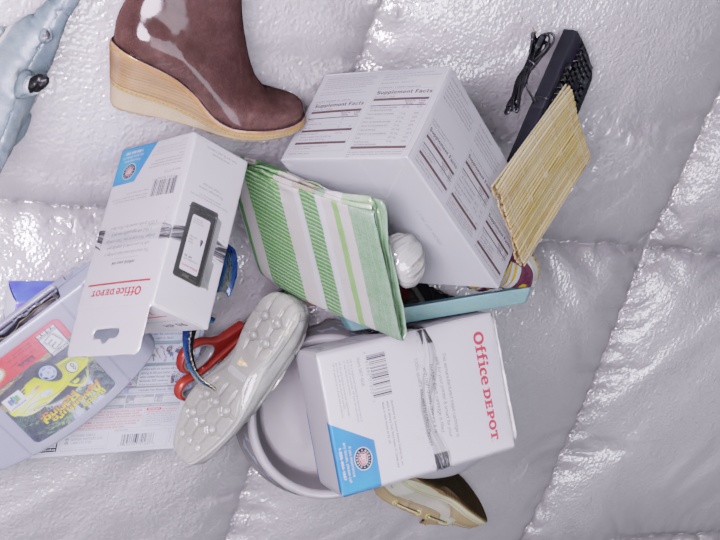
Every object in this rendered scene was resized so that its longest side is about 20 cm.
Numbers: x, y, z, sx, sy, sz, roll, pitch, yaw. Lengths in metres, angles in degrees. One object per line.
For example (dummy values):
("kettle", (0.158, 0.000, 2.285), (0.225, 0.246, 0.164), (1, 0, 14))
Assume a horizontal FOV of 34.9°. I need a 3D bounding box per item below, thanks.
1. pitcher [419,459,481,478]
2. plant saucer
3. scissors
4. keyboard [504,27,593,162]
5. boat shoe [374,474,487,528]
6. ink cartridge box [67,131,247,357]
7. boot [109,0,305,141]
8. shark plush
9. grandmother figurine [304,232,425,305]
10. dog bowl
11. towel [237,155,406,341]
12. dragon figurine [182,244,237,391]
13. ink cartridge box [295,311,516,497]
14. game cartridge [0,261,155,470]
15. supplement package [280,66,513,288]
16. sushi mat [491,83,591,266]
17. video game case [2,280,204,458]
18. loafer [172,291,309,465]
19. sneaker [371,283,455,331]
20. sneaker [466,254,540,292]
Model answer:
("pitcher", (0.054, 0.160, 1.338), (0.197, 0.121, 0.174), (0, 113, -17))
("plant saucer", (0.078, 0.040, 1.202), (0.197, 0.070, 0.019), (-10, 90, -7))
("scissors", (-0.120, 0.062, 1.201), (0.199, 0.014, 0.074), (-38, 142, -33))
("keyboard", (0.193, -0.169, 1.202), (0.127, 0.020, 0.202), (45, 61, -43))
("boat shoe", (0.090, 0.291, 1.475), (0.066, 0.074, 0.199), (-40, 131, 15))
("ink cartridge box", (-0.180, -0.011, 1.016), (0.068, 0.115, 0.203), (28, 66, -41))
("boot", (-0.119, -0.207, 1.016), (0.198, 0.072, 0.168), (6, 119, -29))
("shark plush", (-0.271, -0.158, 0.949), (0.200, 0.083, 0.091), (-45, 131, 3))
("grandmother figurine", (0.000, 0.000, 1.136), (0.121, 0.199, 0.061), (29, 70, -26))
("dog bowl", (-0.039, 0.155, 1.246), (0.197, 0.059, 0.203), (0, 92, -9))
("towel", (-0.042, -0.026, 1.098), (0.023, 0.199, 0.154), (-38, 132, -34))
("dragon figurine", (-0.152, 0.005, 1.088), (0.058, 0.202, 0.100), (10, 146, -19))
("ink cartridge box", (0.047, 0.133, 1.185), (0.197, 0.084, 0.147), (-12, 94, -19))
("game cartridge", (-0.297, 0.097, 1.074), (0.199, 0.041, 0.134), (-38, 135, -5))
("supplement package", (0.049, -0.088, 1.121), (0.200, 0.154, 0.112), (51, 55, -41))
("sushi mat", (0.187, -0.100, 1.165), (0.200, 0.012, 0.096), (-52, 131, -41))
("video game case", (-0.262, 0.099, 1.148), (0.198, 0.045, 0.183), (1, 119, -31))
("loafer", (-0.117, 0.114, 1.170), (0.201, 0.070, 0.070), (-53, 155, 4))
("sneaker", (0.068, 0.043, 1.303), (0.074, 0.107, 0.200), (-31, 108, 27))
("sneaker", (0.144, -0.011, 1.276), (0.090, 0.075, 0.200), (-41, 153, -8))
